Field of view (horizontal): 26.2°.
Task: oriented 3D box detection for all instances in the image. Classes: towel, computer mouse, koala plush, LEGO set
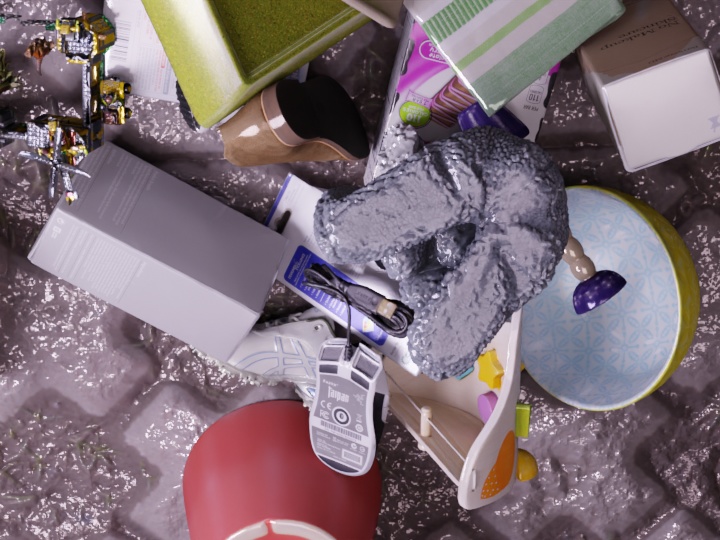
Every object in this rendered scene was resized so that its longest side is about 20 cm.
[{"bbox_3d":[0.105,-0.252,1.284,0.152,0.023,0.200,-38,88,-2],"label":"towel"},{"bbox_3d":[-0.007,0.093,1.392,0.109,0.044,0.201,19,123,23],"label":"computer mouse"},{"bbox_3d":[0.072,-0.040,1.261,0.184,0.200,0.178,-39,99,3],"label":"koala plush"},{"bbox_3d":[-0.302,-0.150,1.286,0.199,0.116,0.154,15,111,10],"label":"LEGO set"}]

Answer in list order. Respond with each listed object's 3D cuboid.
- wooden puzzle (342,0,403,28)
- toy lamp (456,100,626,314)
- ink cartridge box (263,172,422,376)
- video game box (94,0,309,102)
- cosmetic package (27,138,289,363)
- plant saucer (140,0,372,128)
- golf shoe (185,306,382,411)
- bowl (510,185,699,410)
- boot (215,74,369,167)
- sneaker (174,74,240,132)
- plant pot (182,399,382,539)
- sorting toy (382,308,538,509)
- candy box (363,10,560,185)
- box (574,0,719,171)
[{"bbox_3d":[0.001,-0.315,1.206,0.185,0.037,0.201,25,84,-39],"label":"wooden puzzle"},{"bbox_3d":[0.151,-0.059,1.317,0.058,0.058,0.200,-32,94,11],"label":"toy lamp"},{"bbox_3d":[0.000,0.000,1.404,0.200,0.039,0.100,35,111,16],"label":"ink cartridge box"},{"bbox_3d":[-0.124,-0.239,1.321,0.181,0.047,0.201,10,112,-5],"label":"video game box"},{"bbox_3d":[-0.174,-0.018,1.365,0.200,0.107,0.090,32,134,-10],"label":"cosmetic package"},{"bbox_3d":[-0.077,-0.242,1.222,0.199,0.048,0.201,-37,121,-23],"label":"plant saucer"},{"bbox_3d":[-0.071,0.066,1.448,0.199,0.078,0.098,23,99,-20],"label":"golf shoe"},{"bbox_3d":[0.235,0.019,1.401,0.107,0.200,0.201,-10,122,-44],"label":"bowl"},{"bbox_3d":[-0.055,-0.120,1.313,0.075,0.200,0.074,-24,81,23],"label":"boot"},{"bbox_3d":[-0.111,-0.217,1.280,0.080,0.074,0.201,-10,114,-24],"label":"sneaker"},{"bbox_3d":[-0.075,0.249,1.462,0.199,0.177,0.201,-1,114,-2],"label":"plant pot"},{"bbox_3d":[0.105,0.086,1.408,0.106,0.200,0.181,-2,114,-24],"label":"sorting toy"},{"bbox_3d":[0.091,-0.146,1.362,0.136,0.061,0.201,12,113,-7],"label":"candy box"},{"bbox_3d":[0.237,-0.162,1.284,0.095,0.200,0.078,-20,113,6],"label":"box"}]
